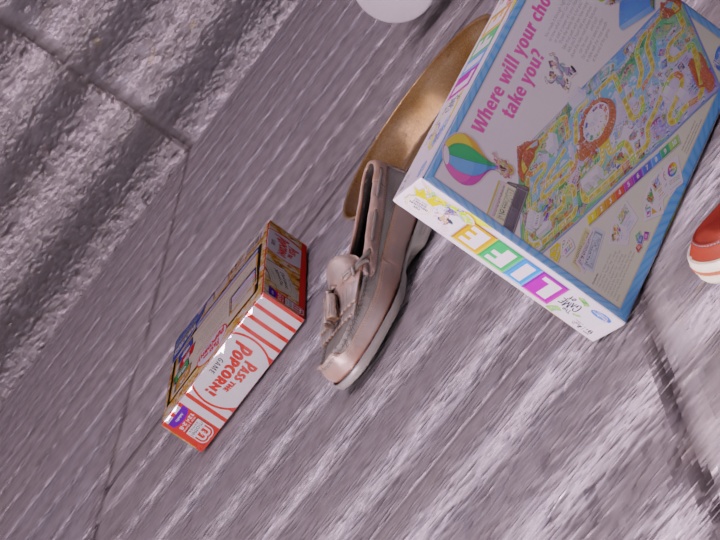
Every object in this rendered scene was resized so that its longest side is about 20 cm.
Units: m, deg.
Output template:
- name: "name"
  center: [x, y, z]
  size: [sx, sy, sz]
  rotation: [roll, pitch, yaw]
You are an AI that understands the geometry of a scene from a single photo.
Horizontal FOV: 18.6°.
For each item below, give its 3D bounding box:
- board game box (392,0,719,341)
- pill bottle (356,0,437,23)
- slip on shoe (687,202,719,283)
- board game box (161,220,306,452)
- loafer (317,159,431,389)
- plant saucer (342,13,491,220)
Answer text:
- name: "board game box"
  center: [0.117, -0.080, 1.183]
  size: [0.034, 0.134, 0.200]
  rotation: [-36, 22, 57]
- name: "pill bottle"
  center: [0.044, -0.326, 2.221]
  size: [0.112, 0.112, 0.200]
  rotation: [-49, 14, 27]
- name: "slip on shoe"
  center: [0.209, -0.082, 1.003]
  size: [0.200, 0.061, 0.074]
  rotation: [-55, 13, 9]
- name: "board game box"
  center: [-0.110, 0.054, 1.935]
  size: [0.152, 0.046, 0.200]
  rotation: [-52, 12, 15]
- name: "loafer"
  center: [0.000, 0.000, 1.604]
  size: [0.072, 0.063, 0.200]
  rotation: [-42, 18, 46]
- name: "plant saucer"
  center: [0.058, -0.114, 1.756]
  size: [0.200, 0.035, 0.200]
  rotation: [-52, 13, 17]
